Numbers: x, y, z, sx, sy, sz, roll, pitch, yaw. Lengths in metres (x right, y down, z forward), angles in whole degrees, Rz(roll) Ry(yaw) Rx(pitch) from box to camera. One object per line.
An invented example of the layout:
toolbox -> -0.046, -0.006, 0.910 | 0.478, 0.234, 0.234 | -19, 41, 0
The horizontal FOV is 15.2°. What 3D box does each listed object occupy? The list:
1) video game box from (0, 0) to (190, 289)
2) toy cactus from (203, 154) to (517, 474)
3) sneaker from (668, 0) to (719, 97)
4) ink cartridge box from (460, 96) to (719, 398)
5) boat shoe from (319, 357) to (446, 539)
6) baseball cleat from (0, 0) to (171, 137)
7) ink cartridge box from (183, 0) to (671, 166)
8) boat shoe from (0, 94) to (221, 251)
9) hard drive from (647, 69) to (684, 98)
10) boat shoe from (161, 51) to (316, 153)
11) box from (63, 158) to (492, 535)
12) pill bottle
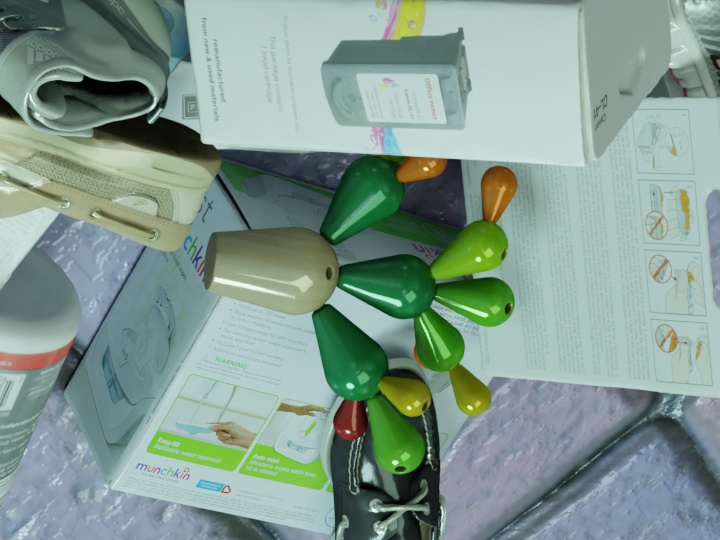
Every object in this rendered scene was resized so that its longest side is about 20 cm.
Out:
video game box -> -0.207, -0.113, 1.325 | 0.200, 0.047, 0.182 | 35, 107, -25
toy cactus -> 0.000, 0.000, 1.411 | 0.164, 0.102, 0.201 | 7, 98, -14
sneaker -> 0.211, -0.118, 1.399 | 0.087, 0.074, 0.200 | -12, 147, 24
ink cartridge box -> 0.142, -0.020, 1.429 | 0.050, 0.199, 0.163 | -18, 105, -46
boat shoe -> 0.014, 0.140, 1.526 | 0.074, 0.060, 0.201 | -7, 129, -22
baseball cleat -> -0.176, -0.126, 1.240 | 0.199, 0.107, 0.070 | 19, 123, -18
ink cartridge box -> 0.035, -0.119, 1.296 | 0.199, 0.148, 0.086 | 3, 117, 22
boat shoe -> -0.167, -0.055, 1.297 | 0.199, 0.071, 0.065 | 16, 111, -21
hard drive -> 0.209, -0.188, 1.469 | 0.200, 0.027, 0.132 | -50, 142, -21
boat shoe -> -0.097, -0.096, 1.409 | 0.199, 0.057, 0.069 | 6, 111, -9
box -> -0.035, 0.049, 1.532 | 0.199, 0.097, 0.177 | 15, 116, -35
pill bottle -> -0.235, 0.080, 1.440 | 0.115, 0.116, 0.201 | 9, 120, -33
